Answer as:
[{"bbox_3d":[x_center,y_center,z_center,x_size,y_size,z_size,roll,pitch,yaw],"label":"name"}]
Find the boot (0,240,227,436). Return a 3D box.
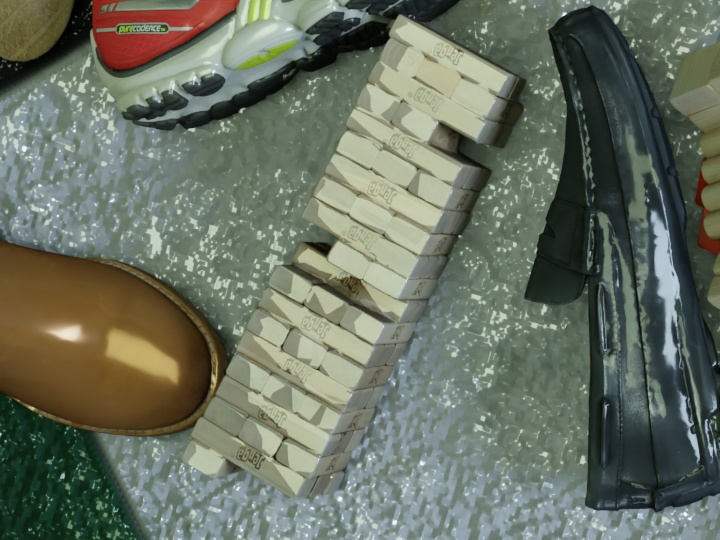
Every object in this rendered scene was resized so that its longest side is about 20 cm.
[{"bbox_3d":[-0.162,0.014,1.135,0.199,0.155,0.077,29,96,13],"label":"boot"}]

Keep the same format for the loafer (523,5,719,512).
[{"bbox_3d":[0.097,-0.003,1.110,0.070,0.068,0.202,-12,90,5],"label":"loafer"}]

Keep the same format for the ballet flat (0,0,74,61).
[{"bbox_3d":[-0.152,-0.191,1.178,0.067,0.072,0.201,4,91,13],"label":"ballet flat"}]

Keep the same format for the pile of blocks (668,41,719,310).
[{"bbox_3d":[0.169,-0.008,1.104,0.062,0.082,0.201,-20,74,49],"label":"pile of blocks"}]

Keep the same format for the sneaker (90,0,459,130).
[{"bbox_3d":[-0.025,-0.130,1.144,0.199,0.077,0.085,-23,78,13],"label":"sneaker"}]

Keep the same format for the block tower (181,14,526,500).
[{"bbox_3d":[0.000,0.000,1.145,0.058,0.054,0.201,29,97,14],"label":"block tower"}]
